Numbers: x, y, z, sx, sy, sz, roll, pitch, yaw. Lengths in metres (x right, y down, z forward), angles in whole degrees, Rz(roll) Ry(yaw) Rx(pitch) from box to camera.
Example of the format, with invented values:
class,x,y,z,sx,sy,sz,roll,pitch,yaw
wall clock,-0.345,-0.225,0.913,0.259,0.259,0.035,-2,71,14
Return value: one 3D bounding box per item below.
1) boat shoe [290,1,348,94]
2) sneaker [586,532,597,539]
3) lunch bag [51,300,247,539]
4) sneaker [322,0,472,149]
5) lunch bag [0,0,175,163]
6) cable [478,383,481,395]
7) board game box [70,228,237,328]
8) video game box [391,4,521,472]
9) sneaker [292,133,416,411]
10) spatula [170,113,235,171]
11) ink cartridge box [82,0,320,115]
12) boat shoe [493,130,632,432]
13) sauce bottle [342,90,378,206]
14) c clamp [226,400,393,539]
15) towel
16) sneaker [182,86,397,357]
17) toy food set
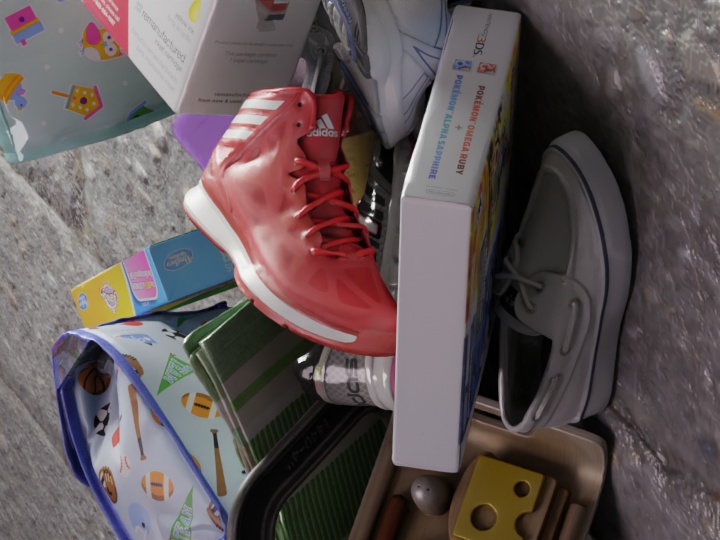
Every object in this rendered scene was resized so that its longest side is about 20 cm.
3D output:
class,x,y,z,sx,sy,sz,roll,pitch,yaw
boat shoe,-0.044,-0.139,1.718,0.074,0.065,0.202,53,151,34
sneaker,0.119,0.187,1.636,0.200,0.067,0.090,60,137,43
lunch bag,-0.097,0.113,1.747,0.200,0.170,0.124,56,130,23
sneaker,0.030,-0.134,1.554,0.075,0.087,0.200,61,174,15
lunch bag,-0.186,-0.180,1.830,0.122,0.199,0.171,13,121,63
cable,0.047,0.098,1.664,0.097,0.050,0.201,163,111,-71
board game box,-0.106,-0.006,1.853,0.200,0.153,0.040,-23,87,68
video game box,0.055,-0.018,1.493,0.183,0.047,0.201,-77,-9,-48
sneaker,0.000,0.000,1.612,0.074,0.087,0.201,55,-146,-52
spatula,-0.042,-0.042,1.746,0.200,0.021,0.057,40,131,-9
ink cartridge box,-0.085,-0.218,1.635,0.145,0.083,0.200,50,129,41
boat shoe,0.110,0.014,1.499,0.074,0.065,0.201,44,146,46
sauce bottle,0.003,-0.015,1.706,0.066,0.066,0.201,17,122,62
c clamp,-0.017,0.164,1.631,0.027,0.200,0.171,7,139,45
towel,-0.024,0.092,1.657,0.023,0.152,0.201,2,122,47
sneaker,-0.028,-0.041,1.532,0.200,0.078,0.116,40,116,39
toy food set,0.052,0.173,1.570,0.143,0.201,0.060,17,170,20
